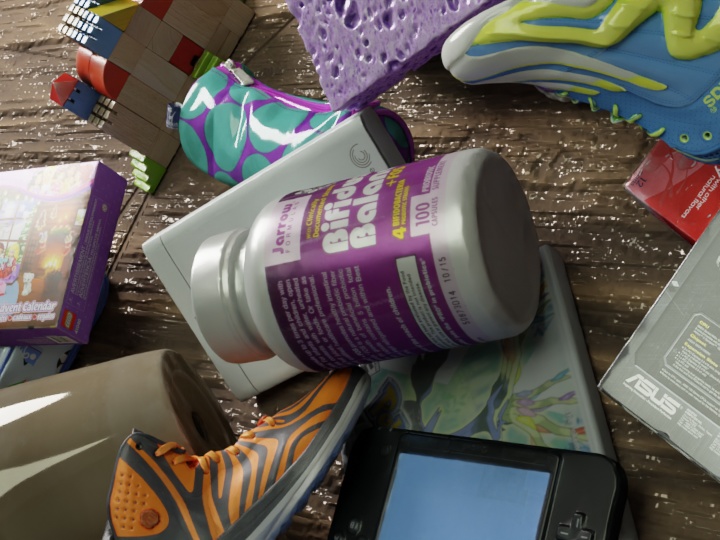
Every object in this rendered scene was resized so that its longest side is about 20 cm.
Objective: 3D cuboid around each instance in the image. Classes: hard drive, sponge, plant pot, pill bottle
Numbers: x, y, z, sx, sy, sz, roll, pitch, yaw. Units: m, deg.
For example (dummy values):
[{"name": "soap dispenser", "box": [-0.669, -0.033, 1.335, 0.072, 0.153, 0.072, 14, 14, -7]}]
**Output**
[{"name": "hard drive", "box": [-0.039, -0.005, 0.978, 0.199, 0.133, 0.027, -28, 9, 29]}, {"name": "sponge", "box": [0.037, -0.191, 0.875, 0.199, 0.030, 0.113, -31, 75, 37]}, {"name": "plant pot", "box": [-0.178, 0.143, 0.990, 0.172, 0.200, 0.201, -30, 49, 7]}, {"name": "pill bottle", "box": [0.000, 0.000, 0.882, 0.198, 0.112, 0.114, -12, 59, 26]}]

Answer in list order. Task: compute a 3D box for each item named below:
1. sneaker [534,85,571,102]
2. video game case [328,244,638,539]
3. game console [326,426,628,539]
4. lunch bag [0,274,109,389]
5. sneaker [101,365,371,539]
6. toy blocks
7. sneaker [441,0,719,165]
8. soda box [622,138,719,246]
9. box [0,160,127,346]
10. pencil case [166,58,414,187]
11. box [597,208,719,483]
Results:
[{"name": "sneaker", "box": [0.135, -0.153, 0.879, 0.081, 0.088, 0.200, -59, 20, -1]}, {"name": "video game case", "box": [0.065, 0.109, 0.882, 0.181, 0.022, 0.202, -31, 49, 27]}, {"name": "game console", "box": [0.022, 0.164, 0.793, 0.198, 0.116, 0.178, 2, 70, 43]}, {"name": "lunch bag", "box": [-0.308, 0.032, 1.239, 0.199, 0.075, 0.162, 29, 91, 47]}, {"name": "sneaker", "box": [-0.083, 0.115, 0.888, 0.112, 0.078, 0.201, 36, 67, 7]}, {"name": "toy blocks", "box": [-0.182, -0.184, 1.189, 0.100, 0.136, 0.202, 29, 90, 47]}, {"name": "sneaker", "box": [0.144, -0.099, 0.754, 0.197, 0.076, 0.106, -11, 91, 15]}, {"name": "soda box", "box": [0.239, -0.098, 0.800, 0.201, 0.063, 0.070, -54, 43, 8]}, {"name": "box", "box": [-0.284, -0.010, 1.159, 0.198, 0.039, 0.139, -4, 65, 33]}, {"name": "pencil case", "box": [-0.051, -0.095, 1.054, 0.199, 0.084, 0.094, 22, 122, 46]}, {"name": "box", "box": [0.237, 0.052, 0.704, 0.199, 0.048, 0.159, 38, 95, 35]}]
